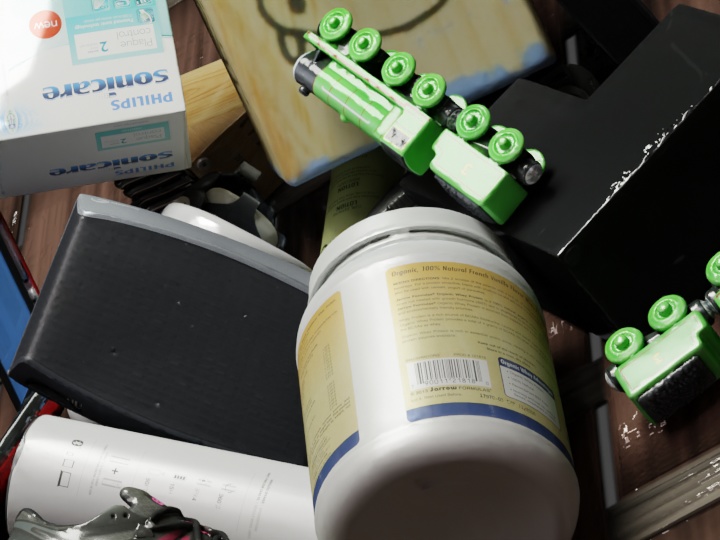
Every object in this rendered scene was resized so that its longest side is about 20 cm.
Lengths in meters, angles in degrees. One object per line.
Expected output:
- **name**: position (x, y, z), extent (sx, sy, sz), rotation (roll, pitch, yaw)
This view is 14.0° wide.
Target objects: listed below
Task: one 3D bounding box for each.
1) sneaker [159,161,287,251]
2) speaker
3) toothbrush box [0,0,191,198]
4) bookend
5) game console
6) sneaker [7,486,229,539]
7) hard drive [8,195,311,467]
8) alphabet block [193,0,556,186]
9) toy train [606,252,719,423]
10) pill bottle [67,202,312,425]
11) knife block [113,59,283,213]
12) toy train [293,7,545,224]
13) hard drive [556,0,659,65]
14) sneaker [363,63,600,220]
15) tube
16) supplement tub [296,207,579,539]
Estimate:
- **sneaker**: position (-0.112, 0.005, 1.953), extent (0.130, 0.079, 0.199), rotation (-47, 10, 45)
- **speaker**: position (-0.099, 0.140, 1.700), extent (0.200, 0.081, 0.081), rotation (10, 51, 14)
- **toothbrush box**: position (-0.196, -0.158, 1.897), extent (0.146, 0.085, 0.200), rotation (-8, 66, -4)
- **bookend**: position (0.158, -0.071, 1.740), extent (0.199, 0.092, 0.200), rotation (-47, 29, -9)
- **game console**: position (-0.258, 0.077, 1.947), extent (0.172, 0.119, 0.200), rotation (-56, 0, -21)
- **sneaker**: position (-0.104, 0.159, 1.619), extent (0.200, 0.077, 0.084), rotation (3, 60, -1)
- **hard drive**: position (-0.101, 0.043, 1.778), extent (0.042, 0.200, 0.135), rotation (108, -177, -85)
- **alphabet block**: position (-0.008, -0.187, 1.886), extent (0.195, 0.200, 0.196), rotation (-26, 7, -4)
- **toy train**: position (0.221, 0.010, 1.603), extent (0.200, 0.042, 0.056), rotation (-38, 39, 8)
- **pill bottle**: position (-0.118, 0.067, 1.861), extent (0.111, 0.111, 0.200), rotation (20, 81, 57)
- **knife block**: position (-0.099, -0.115, 2.132), extent (0.200, 0.064, 0.176), rotation (-44, 30, -1)
- **toy train**: position (0.030, -0.091, 1.723), extent (0.056, 0.042, 0.200), rotation (-51, 51, -1)
- **hard drive**: position (0.141, -0.187, 1.865), extent (0.042, 0.135, 0.200), rotation (-43, 29, 8)
- **sneaker**: position (0.067, -0.056, 1.863), extent (0.200, 0.076, 0.091), rotation (-39, 21, -13)
- **tube**: position (0.000, 0.000, 1.887), extent (0.058, 0.052, 0.200), rotation (117, 165, -44)
- **supplement tub**: position (0.039, 0.074, 1.629), extent (0.144, 0.144, 0.200), rotation (-31, 38, 21)
